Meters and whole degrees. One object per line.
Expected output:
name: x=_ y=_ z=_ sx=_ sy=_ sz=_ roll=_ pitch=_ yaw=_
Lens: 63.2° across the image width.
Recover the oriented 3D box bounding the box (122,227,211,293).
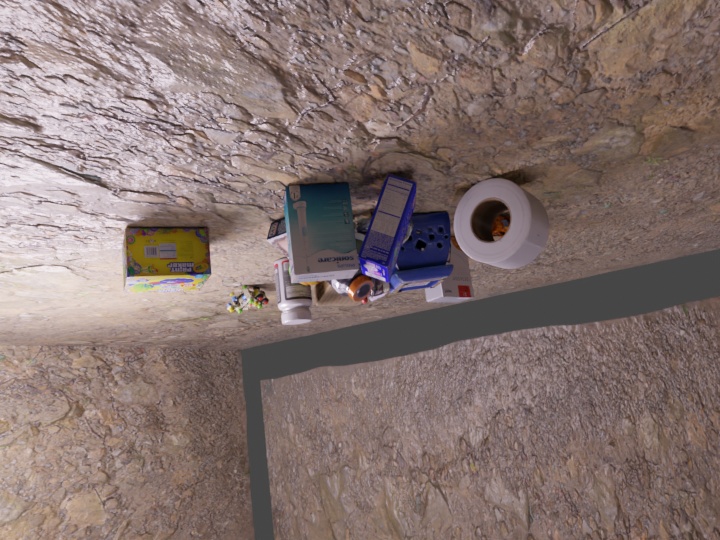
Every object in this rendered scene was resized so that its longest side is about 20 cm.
box: x=-0.498 y=-0.023 z=1.493 sx=0.197 sy=0.124 sz=0.192 roll=-2 pitch=167 yaw=-25

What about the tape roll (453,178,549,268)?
tape roll: x=0.347 y=-0.112 z=1.439 sx=0.200 sy=0.206 sz=0.138 roll=-16 pitch=164 yaw=33

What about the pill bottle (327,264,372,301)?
pill bottle: x=-0.051 y=-0.002 z=1.601 sx=0.105 sy=0.200 sz=0.107 roll=-28 pitch=142 yaw=-25

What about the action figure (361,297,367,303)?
action figure: x=0.000 y=0.000 z=1.719 sx=0.064 sy=0.204 sz=0.099 roll=-6 pitch=169 yaw=-4

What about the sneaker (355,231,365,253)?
sneaker: x=-0.057 y=-0.060 z=1.526 sx=0.197 sy=0.091 sz=0.067 roll=14 pitch=164 yaw=7

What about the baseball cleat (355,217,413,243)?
baseball cleat: x=0.059 y=-0.103 z=1.514 sx=0.069 sy=0.108 sz=0.199 roll=-26 pitch=-178 yaw=-35

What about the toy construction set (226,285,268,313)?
toy construction set: x=-0.426 y=0.116 z=2.218 sx=0.130 sy=0.093 sz=0.200 roll=-33 pitch=175 yaw=-1

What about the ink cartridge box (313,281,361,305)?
ink cartridge box: x=-0.048 y=0.044 z=1.898 sx=0.162 sy=0.076 sz=0.200 roll=0 pitch=154 yaw=-22

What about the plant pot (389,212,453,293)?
plant pot: x=0.151 y=-0.043 z=1.664 sx=0.196 sy=0.183 sz=0.200 roll=-7 pitch=169 yaw=-11

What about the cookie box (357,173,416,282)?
cookie box: x=0.064 y=-0.092 z=1.336 sx=0.074 sy=0.203 sz=0.171 roll=18 pitch=169 yaw=8

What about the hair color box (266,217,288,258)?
hair color box: x=-0.127 y=-0.097 z=1.459 sx=0.198 sy=0.061 sz=0.100 roll=-16 pitch=139 yaw=34

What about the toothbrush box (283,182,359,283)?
toothbrush box: x=-0.090 y=-0.083 z=1.298 sx=0.144 sy=0.204 sz=0.085 roll=-6 pitch=167 yaw=-13

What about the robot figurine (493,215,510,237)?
robot figurine: x=0.422 y=-0.121 z=1.771 sx=0.198 sy=0.059 sz=0.144 roll=5 pitch=163 yaw=-44

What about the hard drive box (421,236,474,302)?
hard drive box: x=0.274 y=-0.004 z=1.873 sx=0.154 sy=0.204 sz=0.076 roll=2 pitch=165 yaw=-40

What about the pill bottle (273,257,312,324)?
pill bottle: x=-0.214 y=0.066 z=1.878 sx=0.112 sy=0.204 sz=0.114 roll=-7 pitch=168 yaw=-2

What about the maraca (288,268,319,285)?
maraca: x=-0.130 y=-0.031 z=1.739 sx=0.136 sy=0.108 sz=0.200 roll=17 pitch=131 yaw=-39

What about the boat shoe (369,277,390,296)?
boat shoe: x=0.025 y=-0.023 z=1.635 sx=0.064 sy=0.203 sz=0.072 roll=-23 pitch=-167 yaw=-20

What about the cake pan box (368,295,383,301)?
cake pan box: x=0.112 y=0.007 z=1.929 sx=0.185 sy=0.052 sz=0.200 roll=-50 pitch=-174 yaw=-23
